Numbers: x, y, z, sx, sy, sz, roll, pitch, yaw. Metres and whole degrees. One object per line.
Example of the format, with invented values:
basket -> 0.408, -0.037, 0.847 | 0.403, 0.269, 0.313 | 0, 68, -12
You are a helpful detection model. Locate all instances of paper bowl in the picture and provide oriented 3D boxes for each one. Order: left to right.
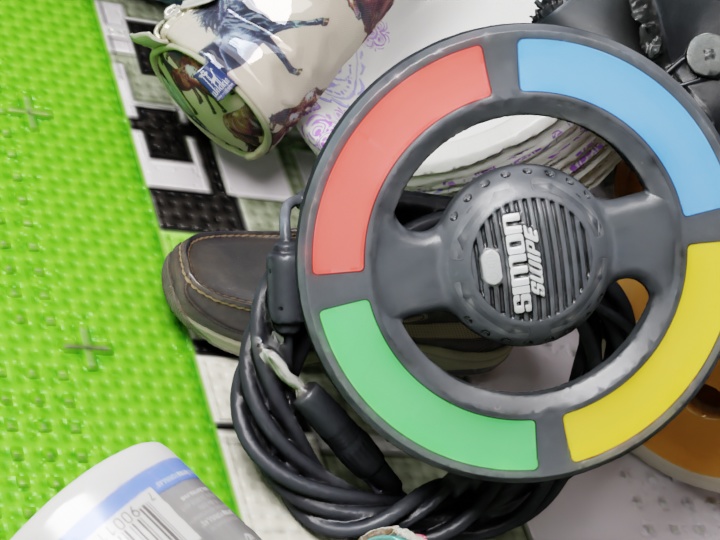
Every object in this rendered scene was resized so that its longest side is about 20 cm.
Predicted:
paper bowl -> 0.068, -0.105, 1.018 | 0.104, 0.200, 0.201 | 53, 19, -46

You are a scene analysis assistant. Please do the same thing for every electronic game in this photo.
electronic game -> 0.071, -0.006, 0.829 | 0.200, 0.200, 0.042 | 25, 4, -11

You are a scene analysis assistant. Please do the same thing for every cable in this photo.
cable -> 0.043, 0.047, 0.878 | 0.200, 0.051, 0.164 | 8, 85, -21

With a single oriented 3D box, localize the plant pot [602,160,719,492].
plant pot -> 0.207, 0.009, 0.996 | 0.200, 0.200, 0.183 | 34, 56, 0

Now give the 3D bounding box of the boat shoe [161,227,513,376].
boat shoe -> 0.000, 0.000, 0.938 | 0.200, 0.073, 0.075 | 4, 47, -31

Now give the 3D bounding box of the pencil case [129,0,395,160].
pencil case -> -0.022, -0.156, 0.974 | 0.200, 0.078, 0.089 | -52, 126, -14

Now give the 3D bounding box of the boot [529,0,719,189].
boot -> 0.197, -0.100, 0.889 | 0.200, 0.076, 0.168 | -29, 86, -2

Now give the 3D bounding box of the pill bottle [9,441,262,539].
pill bottle -> -0.046, 0.169, 0.705 | 0.200, 0.114, 0.114 | 44, 41, 12

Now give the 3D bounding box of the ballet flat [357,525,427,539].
ballet flat -> 0.058, 0.196, 0.799 | 0.200, 0.076, 0.064 | 57, 14, 19

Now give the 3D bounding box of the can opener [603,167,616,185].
can opener -> 0.137, -0.139, 1.117 | 0.053, 0.066, 0.200 | -39, 114, -33

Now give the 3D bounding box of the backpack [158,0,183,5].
backpack -> -0.125, -0.258, 1.024 | 0.200, 0.147, 0.183 | 21, 79, -7
